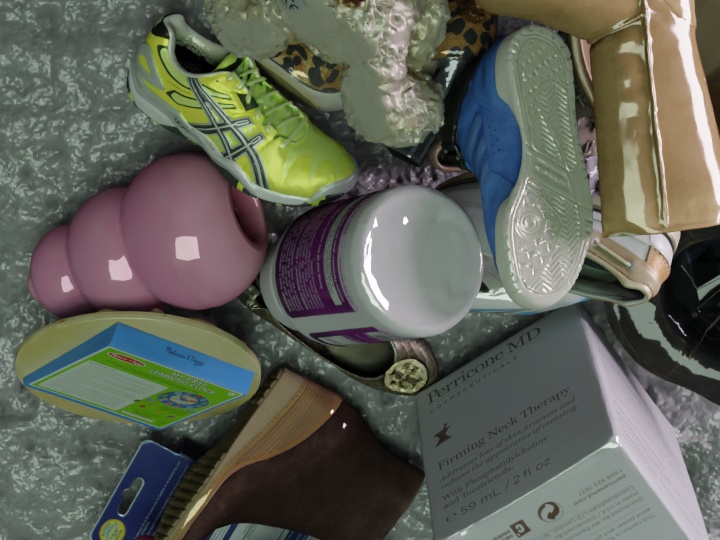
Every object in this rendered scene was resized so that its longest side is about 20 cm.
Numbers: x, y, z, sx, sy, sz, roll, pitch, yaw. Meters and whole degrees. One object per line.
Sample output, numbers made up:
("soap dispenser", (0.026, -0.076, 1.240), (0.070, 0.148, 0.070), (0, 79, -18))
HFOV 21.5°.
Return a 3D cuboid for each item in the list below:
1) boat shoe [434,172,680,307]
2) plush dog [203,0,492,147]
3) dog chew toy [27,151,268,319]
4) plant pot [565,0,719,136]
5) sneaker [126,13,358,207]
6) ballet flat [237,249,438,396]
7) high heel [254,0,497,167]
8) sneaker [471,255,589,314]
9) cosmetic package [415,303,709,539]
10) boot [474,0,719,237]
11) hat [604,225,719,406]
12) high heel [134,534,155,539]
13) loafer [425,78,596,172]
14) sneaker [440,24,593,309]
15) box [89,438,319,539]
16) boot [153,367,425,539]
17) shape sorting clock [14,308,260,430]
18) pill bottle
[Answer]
("boat shoe", (0.138, -0.023, 1.442), (0.198, 0.069, 0.075), (9, 144, 22))
("plush dog", (0.010, -0.217, 1.367), (0.199, 0.172, 0.161), (31, 141, 1))
("dog chew toy", (-0.174, -0.016, 1.497), (0.199, 0.125, 0.125), (-19, 112, 19))
("plant pot", (0.245, -0.177, 1.397), (0.199, 0.093, 0.203), (0, 94, -4))
("sneaker", (-0.089, -0.119, 1.434), (0.199, 0.076, 0.077), (30, 141, 5))
("ballet flat", (-0.023, 0.048, 1.554), (0.199, 0.046, 0.068), (34, 113, -12))
("high heel", (0.000, -0.187, 1.455), (0.199, 0.071, 0.143), (31, 84, 7))
("sneaker", (0.102, 0.008, 1.522), (0.198, 0.072, 0.073), (-3, 147, 13))
("cosmetic package", (0.159, 0.169, 1.506), (0.167, 0.200, 0.167), (-32, 117, 14))
("boot", (0.169, -0.121, 1.317), (0.174, 0.066, 0.202), (-8, 97, -6))
("hat", (0.297, 0.010, 1.497), (0.199, 0.081, 0.202), (9, 123, 14))
("high heel", (-0.105, 0.280, 1.615), (0.096, 0.068, 0.200), (-30, 114, 20))
("loafer", (0.146, -0.108, 1.465), (0.198, 0.063, 0.072), (-11, 113, 8))
("sneaker", (0.110, -0.069, 1.384), (0.076, 0.111, 0.202), (-2, 85, -22))
("box", (-0.123, 0.226, 1.648), (0.199, 0.032, 0.122), (27, 113, -11))
("boot", (-0.059, 0.200, 1.585), (0.166, 0.072, 0.200), (40, 86, -15))
("shape sorting clock", (-0.179, 0.079, 1.535), (0.198, 0.040, 0.200), (3, 155, 1))
("pill bottle", (0.000, 0.000, 1.434), (0.111, 0.200, 0.113), (2, 85, -27))
